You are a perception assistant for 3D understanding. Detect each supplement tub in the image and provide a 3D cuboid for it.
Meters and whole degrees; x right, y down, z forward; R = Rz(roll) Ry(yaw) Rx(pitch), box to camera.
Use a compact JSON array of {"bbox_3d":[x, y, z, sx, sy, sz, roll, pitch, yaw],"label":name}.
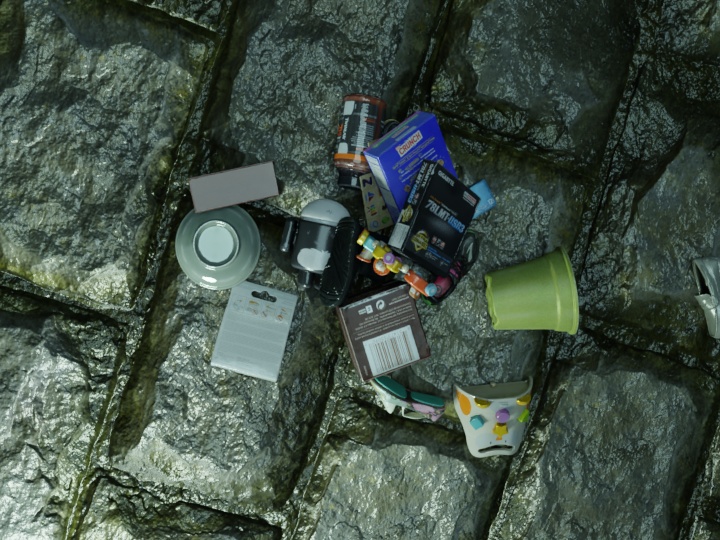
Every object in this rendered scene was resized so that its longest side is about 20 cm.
[{"bbox_3d":[-0.004,-0.288,1.455,0.104,0.107,0.206,8,90,-6],"label":"supplement tub"}]

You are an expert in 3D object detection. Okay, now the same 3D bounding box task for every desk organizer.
[{"bbox_3d":[-0.283,-0.188,1.447,0.195,0.072,0.079,-13,96,-5],"label":"desk organizer"}]

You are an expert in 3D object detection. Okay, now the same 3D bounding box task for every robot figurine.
[{"bbox_3d":[-0.090,-0.059,1.447,0.123,0.149,0.205,12,92,34],"label":"robot figurine"}]

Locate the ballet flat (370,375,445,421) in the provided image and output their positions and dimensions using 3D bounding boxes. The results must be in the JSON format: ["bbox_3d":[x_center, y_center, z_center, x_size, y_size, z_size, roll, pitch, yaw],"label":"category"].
[{"bbox_3d":[0.104,0.309,1.512,0.196,0.069,0.072,21,109,-7],"label":"ballet flat"}]

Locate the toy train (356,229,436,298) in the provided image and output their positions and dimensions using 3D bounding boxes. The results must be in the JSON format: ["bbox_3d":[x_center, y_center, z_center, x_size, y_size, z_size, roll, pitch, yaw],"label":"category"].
[{"bbox_3d":[0.063,-0.007,1.318,0.149,0.200,0.056,32,98,-44],"label":"toy train"}]

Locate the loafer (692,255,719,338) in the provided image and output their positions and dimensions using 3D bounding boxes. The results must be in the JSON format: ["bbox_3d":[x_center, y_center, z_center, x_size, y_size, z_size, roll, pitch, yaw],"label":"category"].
[{"bbox_3d":[0.859,0.066,1.581,0.068,0.070,0.206,-6,85,-1],"label":"loafer"}]

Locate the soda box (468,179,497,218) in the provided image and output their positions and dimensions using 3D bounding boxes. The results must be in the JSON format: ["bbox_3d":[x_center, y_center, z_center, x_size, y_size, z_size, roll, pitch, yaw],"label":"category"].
[{"bbox_3d":[0.216,-0.133,1.504,0.197,0.064,0.069,-31,95,-5],"label":"soda box"}]

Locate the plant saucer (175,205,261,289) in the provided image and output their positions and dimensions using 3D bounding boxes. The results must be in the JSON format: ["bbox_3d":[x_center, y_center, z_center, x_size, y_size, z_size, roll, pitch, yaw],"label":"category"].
[{"bbox_3d":[-0.324,-0.059,1.453,0.194,0.050,0.206,0,89,-6],"label":"plant saucer"}]

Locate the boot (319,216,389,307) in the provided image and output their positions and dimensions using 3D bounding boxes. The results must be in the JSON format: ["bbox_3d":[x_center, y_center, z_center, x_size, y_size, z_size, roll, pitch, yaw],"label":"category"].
[{"bbox_3d":[0.000,0.000,1.414,0.167,0.075,0.205,26,73,-48],"label":"boot"}]

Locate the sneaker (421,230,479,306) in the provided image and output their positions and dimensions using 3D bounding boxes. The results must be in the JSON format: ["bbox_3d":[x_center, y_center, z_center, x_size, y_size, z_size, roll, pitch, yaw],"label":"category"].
[{"bbox_3d":[0.220,0.001,1.499,0.076,0.084,0.202,33,89,-7],"label":"sneaker"}]

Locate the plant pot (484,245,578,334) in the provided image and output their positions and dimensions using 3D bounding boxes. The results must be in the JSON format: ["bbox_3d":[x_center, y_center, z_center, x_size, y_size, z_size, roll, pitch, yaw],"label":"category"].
[{"bbox_3d":[0.386,0.057,1.479,0.179,0.200,0.206,-8,93,6],"label":"plant pot"}]

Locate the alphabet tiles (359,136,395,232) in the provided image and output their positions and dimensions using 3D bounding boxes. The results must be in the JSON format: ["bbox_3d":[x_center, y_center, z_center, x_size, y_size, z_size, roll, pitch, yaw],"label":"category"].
[{"bbox_3d":[0.073,-0.205,1.454,0.164,0.008,0.205,-22,117,-23],"label":"alphabet tiles"}]

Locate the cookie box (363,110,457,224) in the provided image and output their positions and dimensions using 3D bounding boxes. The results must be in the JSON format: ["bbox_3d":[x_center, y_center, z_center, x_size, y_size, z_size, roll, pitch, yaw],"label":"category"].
[{"bbox_3d":[0.120,-0.220,1.427,0.170,0.075,0.203,-37,123,-15],"label":"cookie box"}]

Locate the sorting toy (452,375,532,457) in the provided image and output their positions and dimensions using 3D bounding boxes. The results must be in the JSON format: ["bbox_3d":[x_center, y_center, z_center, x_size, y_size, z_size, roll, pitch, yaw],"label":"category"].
[{"bbox_3d":[0.326,0.362,1.530,0.194,0.107,0.185,-4,111,-6],"label":"sorting toy"}]

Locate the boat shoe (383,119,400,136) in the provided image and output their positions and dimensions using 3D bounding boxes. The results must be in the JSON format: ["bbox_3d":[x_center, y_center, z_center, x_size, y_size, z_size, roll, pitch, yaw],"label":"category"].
[{"bbox_3d":[0.081,-0.249,1.487,0.073,0.062,0.206,-6,96,-7],"label":"boat shoe"}]

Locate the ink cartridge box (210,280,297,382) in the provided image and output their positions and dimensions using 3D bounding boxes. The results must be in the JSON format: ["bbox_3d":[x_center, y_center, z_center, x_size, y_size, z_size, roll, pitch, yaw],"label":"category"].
[{"bbox_3d":[-0.245,0.139,1.486,0.158,0.050,0.205,15,73,-6],"label":"ink cartridge box"}]

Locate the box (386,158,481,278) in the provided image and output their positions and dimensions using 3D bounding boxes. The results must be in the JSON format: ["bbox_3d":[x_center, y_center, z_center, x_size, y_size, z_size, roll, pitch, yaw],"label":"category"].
[{"bbox_3d":[0.163,-0.107,1.387,0.199,0.049,0.202,27,88,-49],"label":"box"}]

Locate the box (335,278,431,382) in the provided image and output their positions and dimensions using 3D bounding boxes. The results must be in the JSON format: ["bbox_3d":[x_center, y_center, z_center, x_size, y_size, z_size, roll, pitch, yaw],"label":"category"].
[{"bbox_3d":[0.043,0.126,1.426,0.162,0.200,0.168,-19,94,-6],"label":"box"}]
